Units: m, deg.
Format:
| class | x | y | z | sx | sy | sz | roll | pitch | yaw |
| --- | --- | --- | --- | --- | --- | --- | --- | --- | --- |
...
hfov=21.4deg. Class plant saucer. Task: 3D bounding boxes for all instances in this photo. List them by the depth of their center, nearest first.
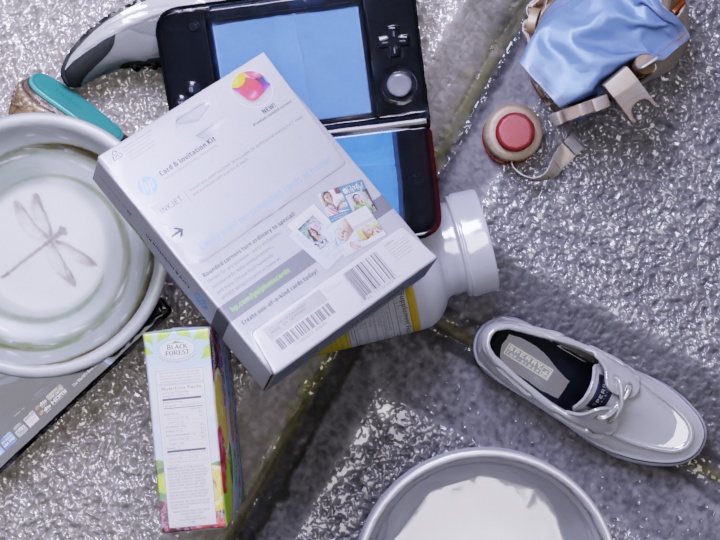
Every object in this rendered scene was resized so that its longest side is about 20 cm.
| class | x | y | z | sx | sy | sz | roll | pitch | yaw |
| --- | --- | --- | --- | --- | --- | --- | --- | --- | --- |
| plant saucer | -0.243 | -0.018 | 1.445 | 0.200 | 0.050 | 0.200 | 0 | 88 | -1 |

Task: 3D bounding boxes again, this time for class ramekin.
| class | x | y | z | sx | sy | sz | roll | pitch | yaw |
| --- | --- | --- | --- | --- | --- | --- | --- | --- | --- |
| ramekin | 0.092 | 0.233 | 1.458 | 0.200 | 0.105 | 0.200 | 0 | 88 | -1 |

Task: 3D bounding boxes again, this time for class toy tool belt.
| class | x | y | z | sx | sy | sz | roll | pitch | yaw |
| --- | --- | --- | --- | --- | --- | --- | --- | --- | --- |
| toy tool belt | 0.173 | -0.163 | 1.461 | 0.200 | 0.123 | 0.125 | -44 | 89 | -1 |

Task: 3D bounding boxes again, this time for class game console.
| class | x | y | z | sx | sy | sz | roll | pitch | yaw |
| --- | --- | --- | --- | --- | --- | --- | --- | --- | --- |
| game console | -0.048 | -0.113 | 1.418 | 0.200 | 0.119 | 0.173 | -7 | 111 | 2 |

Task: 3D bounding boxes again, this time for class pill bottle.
| class | x | y | z | sx | sy | sz | roll | pitch | yaw |
| --- | --- | --- | --- | --- | --- | --- | --- | --- | --- |
| pill bottle | 0.000 | 0.000 | 1.459 | 0.200 | 0.112 | 0.112 | -14 | 89 | -1 |

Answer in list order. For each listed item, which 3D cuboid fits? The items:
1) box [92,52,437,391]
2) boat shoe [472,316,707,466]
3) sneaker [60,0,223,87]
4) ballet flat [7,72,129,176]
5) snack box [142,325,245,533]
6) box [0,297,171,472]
| class | x | y | z | sx | sy | sz | roll | pitch | yaw |
| --- | --- | --- | --- | --- | --- | --- | --- | --- | --- |
| box | -0.068 | -0.037 | 1.350 | 0.156 | 0.041 | 0.200 | -36 | 81 | -25 |
| boat shoe | 0.179 | 0.098 | 1.482 | 0.200 | 0.065 | 0.074 | 23 | 88 | 0 |
| sneaker | -0.139 | -0.182 | 1.485 | 0.200 | 0.074 | 0.079 | -21 | 94 | -1 |
| ballet flat | -0.193 | -0.077 | 1.493 | 0.200 | 0.071 | 0.065 | 35 | 114 | 3 |
| snack box | -0.121 | 0.112 | 1.411 | 0.053 | 0.200 | 0.142 | -4 | 88 | 0 |
| box | -0.273 | 0.041 | 1.490 | 0.200 | 0.044 | 0.160 | -42 | 89 | -2 |
